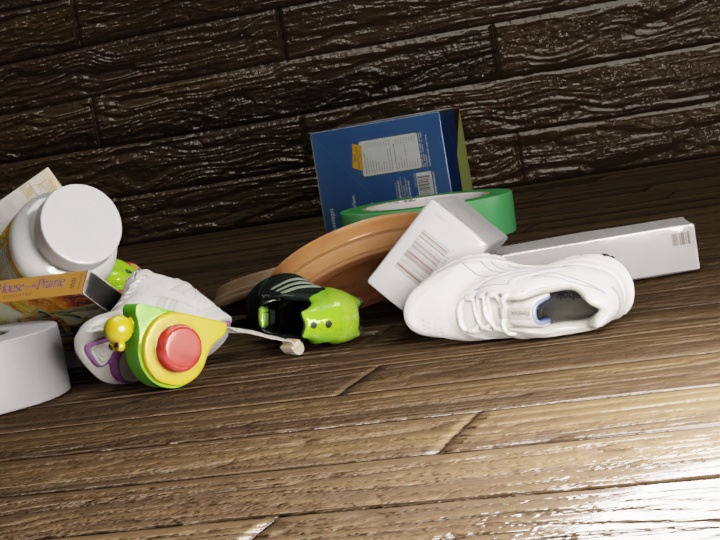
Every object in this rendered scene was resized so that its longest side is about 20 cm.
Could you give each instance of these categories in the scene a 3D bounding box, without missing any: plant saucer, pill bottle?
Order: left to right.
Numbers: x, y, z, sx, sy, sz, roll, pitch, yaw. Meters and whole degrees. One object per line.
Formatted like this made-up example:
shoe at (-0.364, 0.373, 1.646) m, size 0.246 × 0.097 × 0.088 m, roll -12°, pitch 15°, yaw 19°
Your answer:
pill bottle at (-0.316, -0.015, 1.686) m, size 0.112 × 0.113 × 0.200 m, roll -13°, pitch -12°, yaw -30°
plant saucer at (-0.077, 0.016, 1.856) m, size 0.199 × 0.030 × 0.200 m, roll -13°, pitch -6°, yaw -1°
plant saucer at (0.000, 0.000, 1.729) m, size 0.200 × 0.032 × 0.200 m, roll -18°, pitch -20°, yaw -7°

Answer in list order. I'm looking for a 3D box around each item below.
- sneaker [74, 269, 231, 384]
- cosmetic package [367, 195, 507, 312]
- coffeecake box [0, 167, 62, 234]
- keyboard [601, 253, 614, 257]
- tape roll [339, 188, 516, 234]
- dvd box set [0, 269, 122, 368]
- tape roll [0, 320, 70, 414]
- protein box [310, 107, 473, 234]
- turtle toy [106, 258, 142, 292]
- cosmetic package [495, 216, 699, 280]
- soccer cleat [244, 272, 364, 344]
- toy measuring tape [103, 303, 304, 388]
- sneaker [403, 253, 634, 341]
sneaker at (-0.211, 0.049, 1.549) m, size 0.075 × 0.100 × 0.200 m, roll -53°, pitch -21°, yaw 22°
cosmetic package at (0.077, -0.012, 1.573) m, size 0.102 × 0.074 × 0.200 m, roll -51°, pitch -7°, yaw 11°
coffeecake box at (-0.403, -0.006, 1.906) m, size 0.200 × 0.073 × 0.154 m, roll -36°, pitch -24°, yaw -6°
keyboard at (0.163, 0.031, 1.528) m, size 0.200 × 0.040 × 0.104 m, roll -16°, pitch -16°, yaw -38°
tape roll at (0.078, -0.057, 1.885) m, size 0.200 × 0.048 × 0.200 m, roll -8°, pitch 6°, yaw 1°
dvd box set at (-0.304, 0.053, 1.651) m, size 0.199 × 0.030 × 0.146 m, roll -6°, pitch -32°, yaw 33°
tape roll at (-0.376, 0.098, 1.543) m, size 0.199 × 0.066 × 0.200 m, roll -9°, pitch 6°, yaw 1°
protein box at (0.052, -0.125, 2.425) m, size 0.199 × 0.199 × 0.135 m, roll -8°, pitch 5°, yaw 18°
turtle toy at (-0.293, 0.036, 1.860) m, size 0.145 × 0.102 × 0.200 m, roll -12°, pitch 6°, yaw -24°
cosmetic package at (0.239, -0.012, 1.674) m, size 0.199 × 0.051 × 0.083 m, roll -9°, pitch 8°, yaw 5°
soccer cleat at (-0.074, 0.039, 1.602) m, size 0.081 × 0.068 × 0.200 m, roll -3°, pitch 4°, yaw -32°
toy measuring tape at (-0.142, 0.077, 1.473) m, size 0.199 × 0.074 × 0.073 m, roll 14°, pitch -10°, yaw -35°
sneaker at (0.127, 0.025, 1.388) m, size 0.199 × 0.075 × 0.087 m, roll -8°, pitch 10°, yaw 20°
